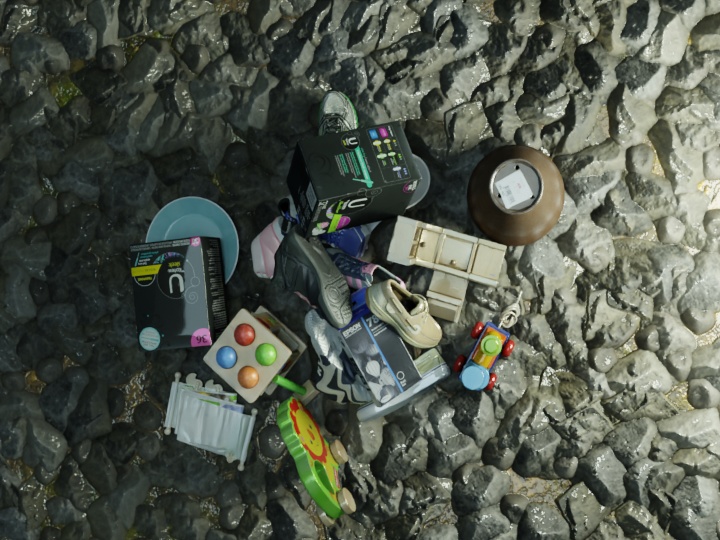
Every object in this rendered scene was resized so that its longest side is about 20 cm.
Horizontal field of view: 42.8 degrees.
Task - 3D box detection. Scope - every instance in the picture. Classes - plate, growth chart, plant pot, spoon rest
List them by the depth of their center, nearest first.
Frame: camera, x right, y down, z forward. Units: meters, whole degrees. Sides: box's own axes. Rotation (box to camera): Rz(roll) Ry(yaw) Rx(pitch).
[{"bbox_3d":[0.275,-0.140,1.632,0.183,0.200,0.192,0,91,10],"label":"plant pot"},{"bbox_3d":[0.054,-0.131,1.742,0.099,0.061,0.201,38,97,7],"label":"spoon rest"},{"bbox_3d":[-0.299,0.294,1.828,0.196,0.018,0.147,21,93,9],"label":"growth chart"},{"bbox_3d":[-0.333,-0.045,1.829,0.195,0.026,0.205,0,91,9],"label":"plate"}]

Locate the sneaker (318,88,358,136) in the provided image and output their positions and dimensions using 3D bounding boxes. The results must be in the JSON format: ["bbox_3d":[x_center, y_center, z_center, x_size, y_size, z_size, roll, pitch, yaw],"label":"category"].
[{"bbox_3d":[-0.045,-0.244,1.747,0.076,0.085,0.205,-3,89,9],"label":"sneaker"}]

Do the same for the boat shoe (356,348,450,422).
[{"bbox_3d":[0.076,0.219,1.744,0.197,0.072,0.063,-29,72,-1],"label":"boat shoe"}]

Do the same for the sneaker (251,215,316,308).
[{"bbox_3d":[-0.138,0.005,1.775,0.104,0.075,0.202,-31,93,23],"label":"sneaker"}]

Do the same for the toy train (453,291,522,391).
[{"bbox_3d":[0.243,0.127,1.682,0.084,0.116,0.203,28,95,8],"label":"toy train"}]

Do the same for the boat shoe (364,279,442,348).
[{"bbox_3d":[0.093,0.078,1.674,0.064,0.199,0.073,-28,42,31],"label":"boat shoe"}]

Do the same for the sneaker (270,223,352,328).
[{"bbox_3d":[-0.092,0.027,1.673,0.114,0.076,0.201,-39,80,41],"label":"sneaker"}]

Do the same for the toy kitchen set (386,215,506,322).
[{"bbox_3d":[0.149,0.008,1.666,0.196,0.180,0.167,16,94,9],"label":"toy kitchen set"}]

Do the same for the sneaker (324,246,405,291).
[{"bbox_3d":[0.000,0.000,1.733,0.197,0.082,0.071,27,63,5],"label":"sneaker"}]

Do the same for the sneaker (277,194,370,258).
[{"bbox_3d":[-0.085,-0.080,1.717,0.198,0.114,0.082,38,134,25],"label":"sneaker"}]

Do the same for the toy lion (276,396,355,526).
[{"bbox_3d":[-0.091,0.338,1.693,0.068,0.201,0.193,-29,123,10],"label":"toy lion"}]

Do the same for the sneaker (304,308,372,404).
[{"bbox_3d":[-0.063,0.172,1.729,0.200,0.080,0.129,50,139,-11],"label":"sneaker"}]

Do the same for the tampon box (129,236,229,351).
[{"bbox_3d":[-0.343,0.044,1.754,0.146,0.126,0.205,-7,90,10],"label":"tampon box"}]

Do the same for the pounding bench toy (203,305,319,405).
[{"bbox_3d":[-0.171,0.181,1.734,0.199,0.156,0.125,41,96,7],"label":"pounding bench toy"}]

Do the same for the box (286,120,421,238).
[{"bbox_3d":[-0.014,-0.161,1.628,0.196,0.149,0.126,-14,71,-19],"label":"box"}]

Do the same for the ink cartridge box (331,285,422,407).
[{"bbox_3d":[0.023,0.137,1.677,0.098,0.039,0.202,-31,91,-16],"label":"ink cartridge box"}]

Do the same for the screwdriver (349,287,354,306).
[{"bbox_3d":[-0.001,0.100,1.767,0.029,0.028,0.203,-33,81,37],"label":"screwdriver"}]
